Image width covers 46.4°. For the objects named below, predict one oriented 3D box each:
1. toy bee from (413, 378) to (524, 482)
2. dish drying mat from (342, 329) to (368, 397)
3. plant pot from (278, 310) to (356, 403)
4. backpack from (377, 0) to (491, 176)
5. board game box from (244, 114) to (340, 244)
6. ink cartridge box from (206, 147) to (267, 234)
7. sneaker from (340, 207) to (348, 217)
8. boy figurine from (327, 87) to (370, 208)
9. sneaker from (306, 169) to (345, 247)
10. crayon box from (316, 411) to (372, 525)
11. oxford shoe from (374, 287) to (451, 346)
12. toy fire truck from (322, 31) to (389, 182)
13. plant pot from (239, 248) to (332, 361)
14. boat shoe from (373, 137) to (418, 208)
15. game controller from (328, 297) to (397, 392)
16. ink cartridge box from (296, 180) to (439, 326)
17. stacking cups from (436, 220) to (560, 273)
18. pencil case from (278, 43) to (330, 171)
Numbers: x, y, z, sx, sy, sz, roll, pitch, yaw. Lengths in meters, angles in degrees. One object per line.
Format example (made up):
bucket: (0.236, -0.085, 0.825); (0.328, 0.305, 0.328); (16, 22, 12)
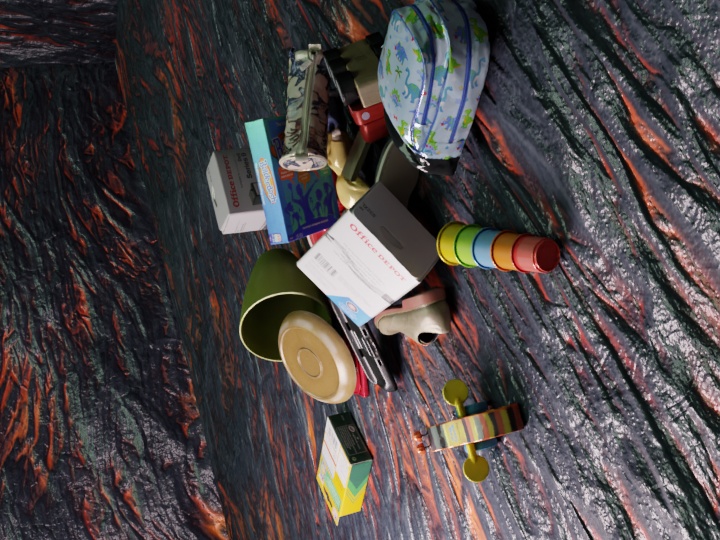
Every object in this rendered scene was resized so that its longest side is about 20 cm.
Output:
toy bee: (0.135, 0.231, 1.155); (0.132, 0.108, 0.201); (65, 152, 30)
dish drying mat: (-0.016, 0.135, 1.591); (0.077, 0.018, 0.202); (-172, 74, -67)
plant pot: (-0.091, 0.173, 1.616); (0.199, 0.027, 0.202); (24, 129, 34)
backpack: (0.091, -0.248, 1.063); (0.201, 0.152, 0.164); (-56, 40, 41)
board game box: (-0.109, -0.158, 1.401); (0.045, 0.152, 0.202); (-5, 102, 36)
ink cartridge box: (-0.189, -0.163, 1.655); (0.084, 0.198, 0.147); (128, 128, -59)
sneaker: (0.000, 0.000, 1.435); (0.112, 0.071, 0.202); (-138, 46, -61)
boy figurine: (-0.027, -0.204, 1.413); (0.124, 0.064, 0.202); (37, -142, -78)
sneaker: (-0.052, -0.111, 1.510); (0.115, 0.078, 0.202); (-164, 66, -67)
crayon box: (-0.035, 0.400, 1.694); (0.126, 0.051, 0.201); (-121, 32, -42)
oxford shoe: (0.077, 0.084, 1.288); (0.075, 0.070, 0.200); (71, 158, 7)
toy fire truck: (0.009, -0.233, 1.281); (0.177, 0.128, 0.201); (-112, 1, -57)
plant pot: (-0.163, 0.051, 1.743); (0.201, 0.185, 0.188); (-104, 19, -49)
boat shoe: (0.042, -0.123, 1.289); (0.063, 0.072, 0.202); (51, 148, 44)
game controller: (0.007, 0.115, 1.423); (0.104, 0.042, 0.201); (16, 135, 63)
ink cartridge box: (0.012, -0.021, 1.272); (0.145, 0.084, 0.200); (45, 145, -4)
stacking cups: (0.174, -0.025, 1.045); (0.199, 0.060, 0.061); (14, 111, 60)
pencil case: (-0.085, -0.255, 1.339); (0.089, 0.077, 0.202); (62, -150, -74)
